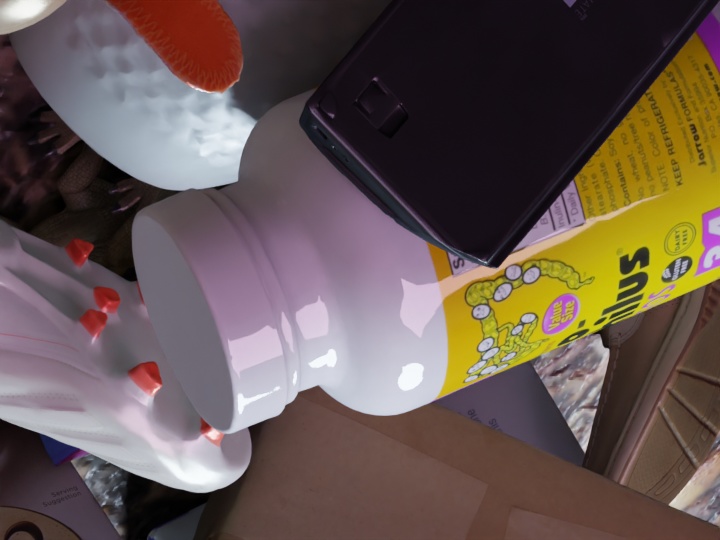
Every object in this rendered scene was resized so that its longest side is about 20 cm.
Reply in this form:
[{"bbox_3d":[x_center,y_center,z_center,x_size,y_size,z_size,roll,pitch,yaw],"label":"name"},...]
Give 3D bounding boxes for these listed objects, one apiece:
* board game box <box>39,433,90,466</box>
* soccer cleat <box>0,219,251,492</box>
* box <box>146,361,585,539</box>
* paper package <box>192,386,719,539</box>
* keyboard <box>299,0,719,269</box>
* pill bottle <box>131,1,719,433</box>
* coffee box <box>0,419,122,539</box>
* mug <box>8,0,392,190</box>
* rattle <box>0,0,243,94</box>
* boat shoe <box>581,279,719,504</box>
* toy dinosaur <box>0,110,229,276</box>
[{"bbox_3d":[0.000,0.000,0.992,0.199,0.044,0.199,-16,166,-44],"label":"board game box"},{"bbox_3d":[-0.126,0.021,0.877,0.199,0.069,0.078,35,118,-21],"label":"soccer cleat"},{"bbox_3d":[0.026,0.168,1.152,0.199,0.185,0.105,-24,164,-20],"label":"box"},{"bbox_3d":[0.032,0.131,1.004,0.191,0.199,0.104,121,-8,-72],"label":"paper package"},{"bbox_3d":[0.050,-0.109,0.763,0.127,0.021,0.200,45,71,-14],"label":"keyboard"},{"bbox_3d":[0.033,-0.019,0.811,0.199,0.104,0.105,-22,140,-19],"label":"pill bottle"},{"bbox_3d":[-0.141,0.142,0.976,0.112,0.200,0.080,-19,142,-28],"label":"coffee box"},{"bbox_3d":[-0.048,-0.131,0.848,0.200,0.148,0.175,36,112,-26],"label":"mug"},{"bbox_3d":[-0.124,-0.134,0.710,0.130,0.200,0.143,-37,139,-17],"label":"rattle"},{"bbox_3d":[0.136,0.018,1.151,0.201,0.064,0.071,-66,148,-15],"label":"boat shoe"},{"bbox_3d":[-0.096,-0.018,0.993,0.199,0.058,0.101,-25,156,-10],"label":"toy dinosaur"}]
